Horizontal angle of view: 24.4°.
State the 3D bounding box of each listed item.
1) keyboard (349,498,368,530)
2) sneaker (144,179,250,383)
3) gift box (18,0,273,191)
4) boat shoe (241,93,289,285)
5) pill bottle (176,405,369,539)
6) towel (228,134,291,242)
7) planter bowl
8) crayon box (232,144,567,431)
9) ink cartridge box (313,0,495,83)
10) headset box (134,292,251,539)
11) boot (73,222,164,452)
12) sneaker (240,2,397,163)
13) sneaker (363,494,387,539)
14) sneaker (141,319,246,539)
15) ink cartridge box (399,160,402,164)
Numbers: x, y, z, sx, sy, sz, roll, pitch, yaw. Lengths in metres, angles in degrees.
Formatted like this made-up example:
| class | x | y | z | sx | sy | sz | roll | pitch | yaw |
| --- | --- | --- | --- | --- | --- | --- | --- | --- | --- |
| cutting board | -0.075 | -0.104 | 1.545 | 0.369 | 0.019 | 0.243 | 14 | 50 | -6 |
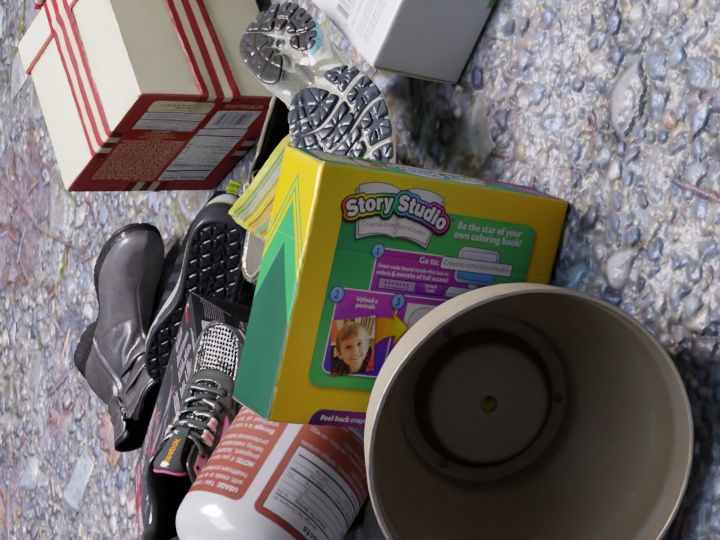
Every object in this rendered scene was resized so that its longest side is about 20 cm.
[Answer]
| class | x | y | z | sx | sy | sz | roll | pitch | yaw |
| --- | --- | --- | --- | --- | --- | --- | --- | --- | --- |
| keyboard | 0.016 | 0.163 | 1.262 | 0.200 | 0.021 | 0.127 | -41 | 59 | 46 |
| sneaker | -0.138 | 0.013 | 1.501 | 0.083 | 0.072 | 0.200 | -91 | 23 | -62 |
| gift box | -0.175 | -0.196 | 1.480 | 0.200 | 0.184 | 0.187 | -41 | 61 | 40 |
| boat shoe | -0.066 | -0.077 | 1.394 | 0.072 | 0.060 | 0.202 | 44 | 120 | 47 |
| pill bottle | -0.060 | 0.162 | 1.181 | 0.112 | 0.112 | 0.200 | -11 | 40 | 54 |
| towel | -0.030 | -0.045 | 1.263 | 0.086 | 0.018 | 0.200 | -57 | 37 | -1 |
| planter bowl | 0.092 | 0.098 | 1.046 | 0.135 | 0.200 | 0.201 | -134 | 55 | -76 |
| crayon box | 0.028 | 0.018 | 1.119 | 0.058 | 0.200 | 0.173 | 24 | 104 | 56 |
| ink cartridge box | 0.025 | -0.258 | 1.272 | 0.200 | 0.084 | 0.146 | 54 | 128 | 44 |
| headset box | -0.135 | 0.142 | 1.408 | 0.149 | 0.075 | 0.200 | -113 | 40 | -68 |
| boot | -0.209 | 0.065 | 1.586 | 0.132 | 0.070 | 0.200 | 54 | 138 | 41 |
| sneaker | -0.012 | -0.116 | 1.236 | 0.078 | 0.086 | 0.200 | -37 | 53 | 12 |
| sneaker | 0.021 | 0.252 | 1.178 | 0.078 | 0.086 | 0.201 | -12 | 81 | 49 |
| sneaker | -0.116 | 0.134 | 1.241 | 0.080 | 0.086 | 0.201 | -1 | 78 | 29 |
| ink cartridge box | 0.000 | 0.000 | 1.298 | 0.200 | 0.050 | 0.162 | 56 | 129 | 47 |
